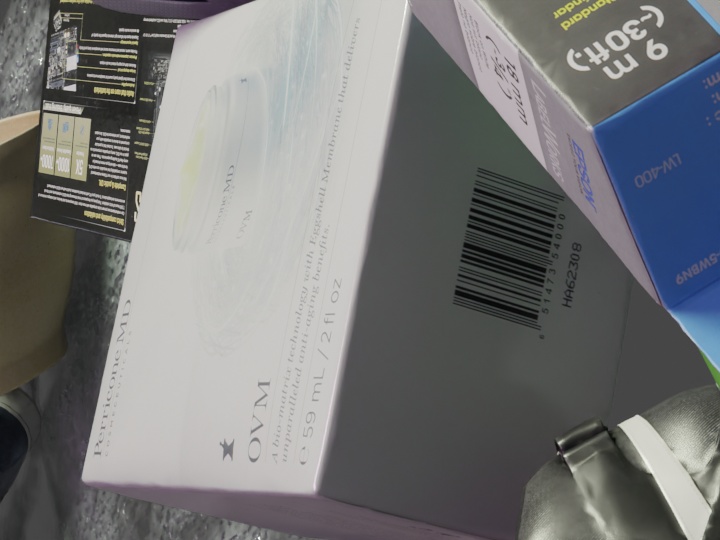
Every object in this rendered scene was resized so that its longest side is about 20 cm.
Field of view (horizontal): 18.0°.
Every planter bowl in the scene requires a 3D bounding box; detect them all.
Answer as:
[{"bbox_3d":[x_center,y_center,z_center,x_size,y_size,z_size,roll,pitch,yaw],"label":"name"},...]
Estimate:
[{"bbox_3d":[-0.245,0.008,1.292,0.200,0.199,0.136,-1,112,59],"label":"planter bowl"}]

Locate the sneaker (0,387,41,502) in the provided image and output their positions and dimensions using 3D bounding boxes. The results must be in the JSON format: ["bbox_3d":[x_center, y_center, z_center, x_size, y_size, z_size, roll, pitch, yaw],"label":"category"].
[{"bbox_3d":[-0.266,0.174,1.341,0.203,0.076,0.147,-59,8,38],"label":"sneaker"}]

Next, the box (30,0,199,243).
[{"bbox_3d":[-0.077,-0.093,1.093,0.200,0.086,0.165,11,96,60],"label":"box"}]

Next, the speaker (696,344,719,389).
[{"bbox_3d":[0.136,-0.008,0.724,0.089,0.088,0.201,-59,41,38],"label":"speaker"}]

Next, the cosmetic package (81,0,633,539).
[{"bbox_3d":[0.000,0.000,0.885,0.200,0.122,0.201,-8,68,60],"label":"cosmetic package"}]

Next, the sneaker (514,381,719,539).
[{"bbox_3d":[0.107,0.134,0.721,0.073,0.111,0.201,63,-170,-50],"label":"sneaker"}]

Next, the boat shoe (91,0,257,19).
[{"bbox_3d":[-0.032,-0.140,0.932,0.198,0.072,0.072,9,81,22],"label":"boat shoe"}]

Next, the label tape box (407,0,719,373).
[{"bbox_3d":[0.115,-0.077,0.683,0.200,0.144,0.063,53,169,39],"label":"label tape box"}]
